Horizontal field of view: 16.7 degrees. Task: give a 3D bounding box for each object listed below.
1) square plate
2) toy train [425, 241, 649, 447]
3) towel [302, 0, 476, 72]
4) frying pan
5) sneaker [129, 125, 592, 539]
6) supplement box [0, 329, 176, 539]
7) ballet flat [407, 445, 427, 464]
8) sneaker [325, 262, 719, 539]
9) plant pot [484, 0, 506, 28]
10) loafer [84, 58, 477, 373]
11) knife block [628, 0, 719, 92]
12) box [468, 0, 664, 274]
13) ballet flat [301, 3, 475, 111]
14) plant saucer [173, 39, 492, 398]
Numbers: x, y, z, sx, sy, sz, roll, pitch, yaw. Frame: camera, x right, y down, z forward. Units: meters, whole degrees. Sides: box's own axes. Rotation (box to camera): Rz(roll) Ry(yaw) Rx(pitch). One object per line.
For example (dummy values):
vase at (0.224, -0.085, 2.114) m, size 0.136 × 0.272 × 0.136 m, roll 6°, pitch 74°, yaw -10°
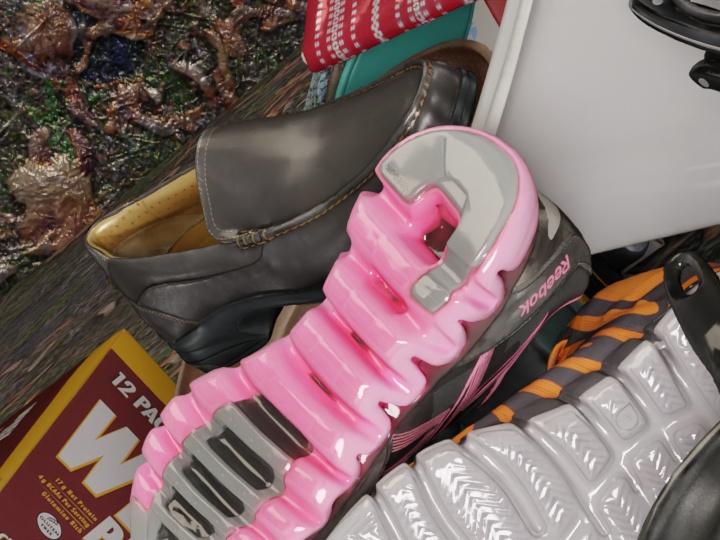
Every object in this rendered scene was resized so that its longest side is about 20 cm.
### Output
square plate at (0.114, -0.100, 0.892) m, size 0.197 × 0.028 × 0.201 m, roll -13°, pitch -53°, yaw -43°
toy train at (0.032, 0.041, 0.995) m, size 0.200 × 0.085 × 0.114 m, roll -36°, pitch 14°, yaw 34°
towel at (0.061, -0.169, 0.992) m, size 0.199 × 0.022 × 0.145 m, roll -21°, pitch 49°, yaw 35°
frying pan at (0.106, 0.058, 0.678) m, size 0.115 × 0.031 × 0.190 m, roll -47°, pitch 22°, yaw -9°
sneaker at (0.005, 0.045, 0.841) m, size 0.200 × 0.079 × 0.095 m, roll -47°, pitch -32°, yaw 14°
supplement box at (-0.151, 0.164, 1.023) m, size 0.200 × 0.133 × 0.197 m, roll -37°, pitch 10°, yaw 28°
ballet flat at (-0.011, 0.133, 0.873) m, size 0.200 × 0.067 × 0.063 m, roll -50°, pitch -16°, yaw -55°
sneaker at (0.067, 0.066, 0.812) m, size 0.199 × 0.078 × 0.112 m, roll -31°, pitch 5°, yaw -2°
plant pot at (0.155, -0.162, 1.077) m, size 0.182 × 0.201 × 0.201 m, roll -32°, pitch 12°, yaw 18°
loafer at (-0.033, -0.026, 0.927) m, size 0.200 × 0.072 × 0.073 m, roll -38°, pitch 27°, yaw 42°
knife block at (0.171, -0.095, 0.761) m, size 0.064 × 0.176 × 0.200 m, roll -46°, pitch 11°, yaw -24°
box at (0.031, -0.022, 1.144) m, size 0.200 × 0.041 × 0.157 m, roll -39°, pitch 50°, yaw 26°
ballet flat at (-0.007, -0.067, 1.092) m, size 0.074 × 0.074 × 0.201 m, roll -74°, pitch 4°, yaw -73°
plant saucer at (0.000, 0.000, 0.975) m, size 0.200 × 0.037 × 0.201 m, roll -45°, pitch 22°, yaw 24°
